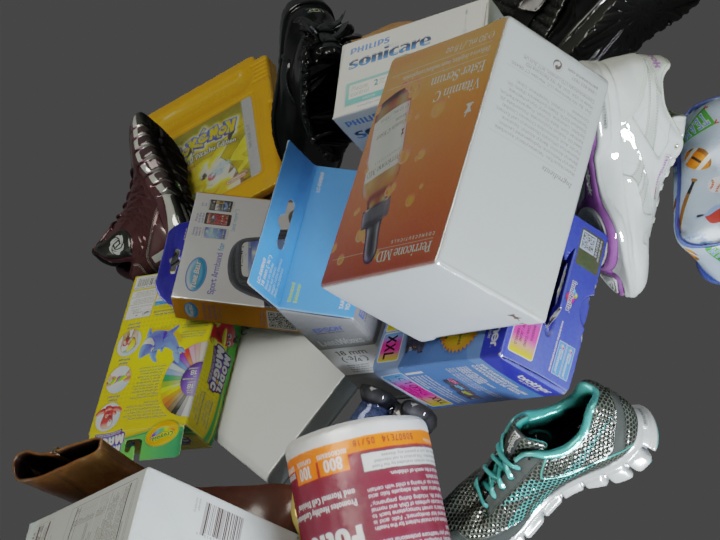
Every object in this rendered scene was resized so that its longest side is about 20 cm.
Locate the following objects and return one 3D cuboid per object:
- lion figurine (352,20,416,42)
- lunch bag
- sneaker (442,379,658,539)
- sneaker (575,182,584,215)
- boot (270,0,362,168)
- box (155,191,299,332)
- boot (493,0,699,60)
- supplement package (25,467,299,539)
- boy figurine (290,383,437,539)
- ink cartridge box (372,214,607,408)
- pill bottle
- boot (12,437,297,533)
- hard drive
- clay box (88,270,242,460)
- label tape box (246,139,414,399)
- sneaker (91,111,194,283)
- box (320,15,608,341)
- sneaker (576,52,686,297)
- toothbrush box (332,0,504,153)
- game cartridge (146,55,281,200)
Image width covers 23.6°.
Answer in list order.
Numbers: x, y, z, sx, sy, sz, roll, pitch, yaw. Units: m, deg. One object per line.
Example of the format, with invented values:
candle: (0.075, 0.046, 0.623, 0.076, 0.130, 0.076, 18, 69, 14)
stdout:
lion figurine: (0.046, -0.203, 1.664, 0.122, 0.073, 0.201, -21, 40, 1)
lunch bag: (0.337, -0.069, 1.344, 0.199, 0.076, 0.161, -14, 54, 28)
sneaker: (0.126, 0.147, 1.327, 0.199, 0.091, 0.078, -35, 44, 11)
sneaker: (0.171, -0.030, 1.445, 0.200, 0.071, 0.073, -52, 47, 17)
boot: (-0.036, -0.146, 1.583, 0.073, 0.200, 0.163, -5, 27, -10)
box: (-0.086, -0.007, 1.572, 0.198, 0.042, 0.120, 7, 57, 4)
boot: (0.217, -0.272, 1.580, 0.211, 0.079, 0.158, -41, 43, 5)
supplement package: (-0.175, 0.273, 1.374, 0.200, 0.151, 0.152, -29, 41, 47)
boy figurine: (0.000, 0.198, 1.404, 0.124, 0.065, 0.201, 17, 72, 16)
ink cartridge box: (0.110, 0.026, 1.344, 0.199, 0.076, 0.137, -11, 55, 53)
pill bottle: (0.014, 0.219, 1.301, 0.114, 0.114, 0.201, -19, 73, 25)
boot: (-0.159, 0.180, 1.437, 0.187, 0.200, 0.069, -9, 54, 32)
hard drive: (-0.096, 0.100, 1.577, 0.132, 0.026, 0.200, -52, 44, -7)
clay box: (-0.177, 0.094, 1.589, 0.114, 0.048, 0.201, -8, 55, 31)
label tape box: (0.000, 0.000, 1.452, 0.063, 0.200, 0.145, -7, 55, 33)
sneaker: (-0.228, -0.066, 1.725, 0.115, 0.076, 0.201, -36, 44, 14)
box: (0.077, -0.064, 1.284, 0.152, 0.106, 0.201, -13, 55, 54)
sneaker: (0.219, -0.074, 1.358, 0.099, 0.201, 0.075, -16, 25, -17)
toothbrush box: (0.090, -0.124, 1.478, 0.146, 0.200, 0.086, -13, 51, 28)
game cartridge: (-0.155, -0.117, 1.780, 0.176, 0.032, 0.201, -27, 48, 18)
